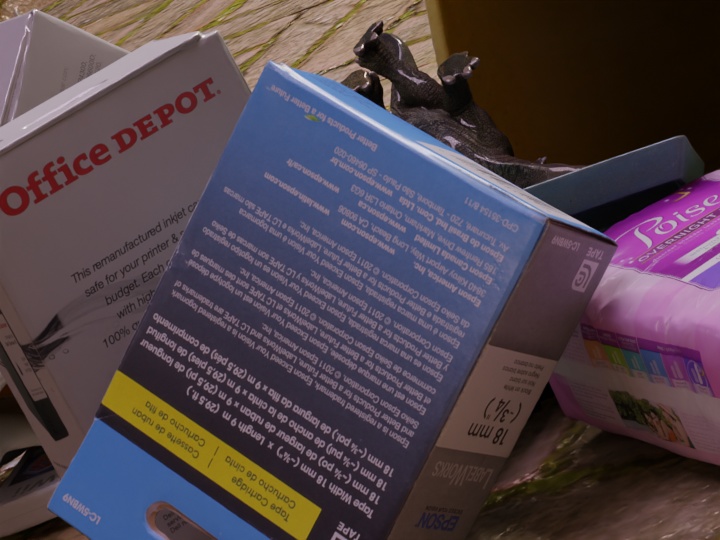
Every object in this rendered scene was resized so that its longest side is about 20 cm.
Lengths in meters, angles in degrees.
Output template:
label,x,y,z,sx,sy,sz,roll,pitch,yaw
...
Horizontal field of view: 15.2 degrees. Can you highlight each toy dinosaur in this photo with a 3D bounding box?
label,x,y,z,sx,sy,sz,roll,pitch,yaw
toy dinosaur,0.034,-0.054,1.230,0.077,0.102,0.200,-39,30,-14

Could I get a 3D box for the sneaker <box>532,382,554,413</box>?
label,x,y,z,sx,sy,sz,roll,pitch,yaw
sneaker,0.016,0.041,1.140,0.200,0.066,0.090,-35,50,-26

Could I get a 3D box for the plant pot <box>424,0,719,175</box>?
label,x,y,z,sx,sy,sz,roll,pitch,yaw
plant pot,0.170,-0.127,1.270,0.200,0.196,0.194,-14,4,-40

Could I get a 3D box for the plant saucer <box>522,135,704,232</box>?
label,x,y,z,sx,sy,sz,roll,pitch,yaw
plant saucer,0.048,-0.011,1.136,0.200,0.019,0.070,-20,-12,11

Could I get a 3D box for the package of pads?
label,x,y,z,sx,sy,sz,roll,pitch,yaw
package of pads,0.156,0.016,1.018,0.120,0.076,0.200,-28,15,-17

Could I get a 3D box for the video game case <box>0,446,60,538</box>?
label,x,y,z,sx,sy,sz,roll,pitch,yaw
video game case,-0.102,0.064,1.388,0.143,0.018,0.200,-22,16,18

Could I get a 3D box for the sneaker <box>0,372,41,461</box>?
label,x,y,z,sx,sy,sz,roll,pitch,yaw
sneaker,-0.116,0.040,1.336,0.200,0.077,0.081,-19,49,-13

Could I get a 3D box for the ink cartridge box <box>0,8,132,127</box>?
label,x,y,z,sx,sy,sz,roll,pitch,yaw
ink cartridge box,-0.137,-0.051,1.401,0.145,0.200,0.083,-12,62,48

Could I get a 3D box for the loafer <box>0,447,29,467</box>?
label,x,y,z,sx,sy,sz,roll,pitch,yaw
loafer,-0.246,0.093,1.430,0.200,0.063,0.072,-27,15,33

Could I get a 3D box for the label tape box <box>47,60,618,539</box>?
label,x,y,z,sx,sy,sz,roll,pitch,yaw
label tape box,-0.013,0.041,1.041,0.144,0.200,0.063,32,9,31

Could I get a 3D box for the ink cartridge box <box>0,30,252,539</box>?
label,x,y,z,sx,sy,sz,roll,pitch,yaw
ink cartridge box,-0.090,0.011,1.210,0.146,0.200,0.084,-32,15,-21
